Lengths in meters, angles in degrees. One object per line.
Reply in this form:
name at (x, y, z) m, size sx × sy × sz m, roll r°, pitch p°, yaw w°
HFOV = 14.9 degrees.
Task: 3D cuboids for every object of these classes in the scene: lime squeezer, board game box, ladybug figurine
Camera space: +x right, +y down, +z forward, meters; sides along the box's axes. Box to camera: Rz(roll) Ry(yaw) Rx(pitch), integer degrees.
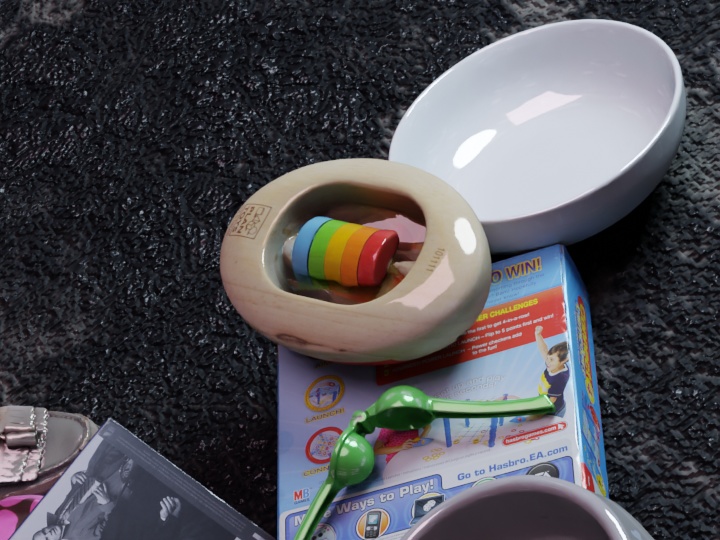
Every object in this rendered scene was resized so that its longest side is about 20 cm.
lime squeezer at (0.016, 0.114, 1.636) m, size 0.200 × 0.038 × 0.071 m, roll -34°, pitch 76°, yaw -2°
board game box at (0.048, 0.099, 1.687) m, size 0.199 × 0.056 × 0.197 m, roll -16°, pitch 47°, yaw 17°
ladybug figurine at (0.000, 0.000, 1.703) m, size 0.199 × 0.072 × 0.136 m, roll 16°, pitch 69°, yaw 37°

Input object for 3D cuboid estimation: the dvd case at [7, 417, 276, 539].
dvd case at (-0.156, 0.209, 1.673) m, size 0.150 × 0.025 × 0.200 m, roll 35°, pitch 69°, yaw 9°

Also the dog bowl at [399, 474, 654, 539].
dog bowl at (0.084, 0.201, 1.495) m, size 0.199 × 0.059 × 0.201 m, roll -19°, pitch 50°, yaw 24°

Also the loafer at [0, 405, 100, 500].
loafer at (-0.268, 0.127, 1.837) m, size 0.199 × 0.063 × 0.072 m, roll -12°, pitch 49°, yaw 21°

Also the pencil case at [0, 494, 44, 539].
pencil case at (-0.240, 0.236, 1.717) m, size 0.093 × 0.091 × 0.200 m, roll -6°, pitch 45°, yaw 53°

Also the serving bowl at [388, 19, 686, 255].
serving bowl at (0.121, -0.075, 1.777) m, size 0.199 × 0.066 × 0.201 m, roll -17°, pitch 36°, yaw 13°
